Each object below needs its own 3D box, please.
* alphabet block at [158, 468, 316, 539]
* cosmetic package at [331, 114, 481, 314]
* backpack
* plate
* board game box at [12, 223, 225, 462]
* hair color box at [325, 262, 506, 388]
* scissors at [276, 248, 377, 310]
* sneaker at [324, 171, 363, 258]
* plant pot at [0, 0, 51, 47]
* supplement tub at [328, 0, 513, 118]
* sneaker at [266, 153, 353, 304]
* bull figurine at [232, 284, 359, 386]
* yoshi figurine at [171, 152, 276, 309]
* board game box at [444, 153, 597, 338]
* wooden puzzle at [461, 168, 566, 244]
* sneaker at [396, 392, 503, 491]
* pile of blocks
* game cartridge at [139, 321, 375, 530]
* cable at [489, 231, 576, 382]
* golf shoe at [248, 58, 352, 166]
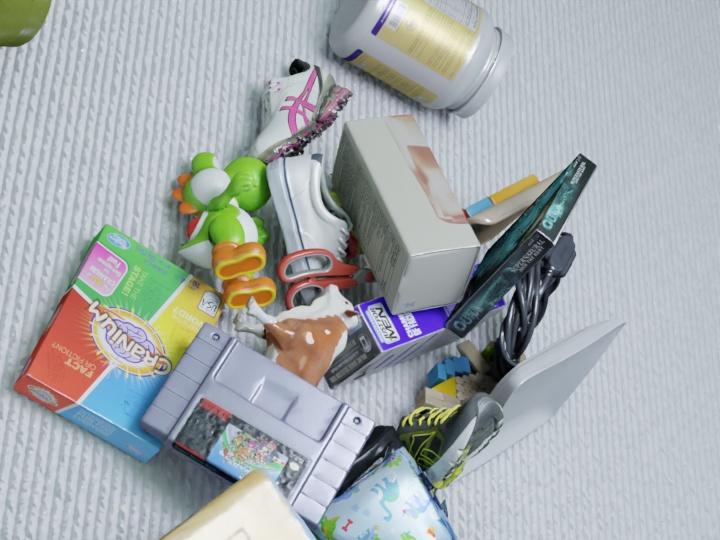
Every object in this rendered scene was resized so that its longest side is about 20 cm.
[{"bbox_3d":[-0.138,0.329,1.240,0.200,0.195,0.196,-33,84,-42],"label":"alphabet block"},{"bbox_3d":[0.046,-0.064,1.522,0.087,0.103,0.200,-9,54,-21],"label":"cosmetic package"},{"bbox_3d":[0.024,0.278,1.418,0.163,0.154,0.200,-29,97,-20],"label":"backpack"},{"bbox_3d":[0.189,0.140,1.571,0.199,0.200,0.032,-26,64,-41],"label":"plate"},{"bbox_3d":[-0.238,0.071,1.417,0.153,0.040,0.200,32,51,-15],"label":"board game box"},{"bbox_3d":[0.055,0.060,1.577,0.200,0.109,0.065,-19,77,-40],"label":"hair color box"},{"bbox_3d":[0.000,0.000,1.535,0.200,0.014,0.073,-12,111,-25],"label":"scissors"},{"bbox_3d":[0.004,-0.049,1.632,0.200,0.078,0.090,10,59,-17],"label":"sneaker"},{"bbox_3d":[-0.424,-0.300,1.419,0.193,0.200,0.201,0,64,-47],"label":"plant pot"},{"bbox_3d":[0.077,-0.293,1.768,0.200,0.145,0.146,28,52,-19],"label":"supplement tub"},{"bbox_3d":[-0.043,-0.032,1.540,0.073,0.071,0.200,-72,146,-67],"label":"sneaker"},{"bbox_3d":[-0.083,0.095,1.454,0.121,0.065,0.200,25,80,-13],"label":"bull figurine"},{"bbox_3d":[-0.127,-0.059,1.510,0.112,0.112,0.200,22,33,-38],"label":"yoshi figurine"},{"bbox_3d":[0.169,-0.024,1.496,0.028,0.200,0.135,36,48,-2],"label":"board game box"},{"bbox_3d":[0.136,-0.053,1.635,0.185,0.200,0.037,-27,84,-41],"label":"wooden puzzle"},{"bbox_3d":[0.078,0.176,1.475,0.074,0.200,0.085,-30,73,-38],"label":"sneaker"},{"bbox_3d":[0.116,0.135,1.614,0.200,0.062,0.082,-14,61,-47],"label":"pile of blocks"},{"bbox_3d":[-0.100,0.152,1.370,0.200,0.038,0.130,30,59,2],"label":"game cartridge"},{"bbox_3d":[0.180,0.048,1.573,0.051,0.163,0.200,28,36,6],"label":"cable"},{"bbox_3d":[-0.089,-0.180,1.645,0.092,0.073,0.200,39,39,-2],"label":"golf shoe"}]
